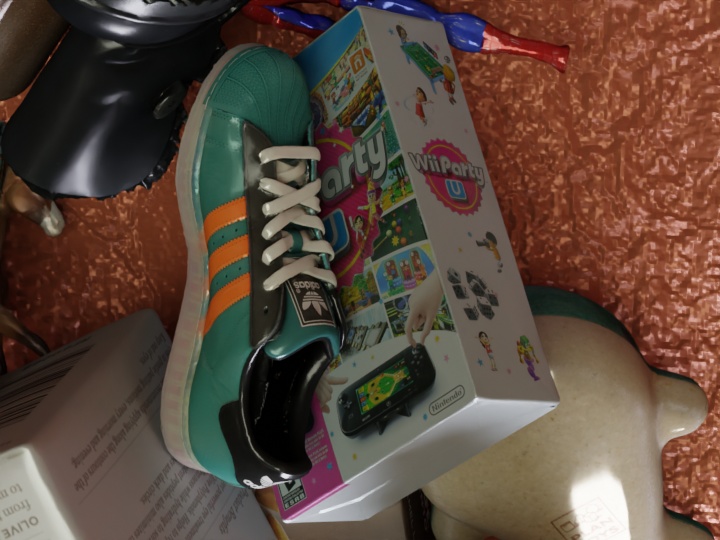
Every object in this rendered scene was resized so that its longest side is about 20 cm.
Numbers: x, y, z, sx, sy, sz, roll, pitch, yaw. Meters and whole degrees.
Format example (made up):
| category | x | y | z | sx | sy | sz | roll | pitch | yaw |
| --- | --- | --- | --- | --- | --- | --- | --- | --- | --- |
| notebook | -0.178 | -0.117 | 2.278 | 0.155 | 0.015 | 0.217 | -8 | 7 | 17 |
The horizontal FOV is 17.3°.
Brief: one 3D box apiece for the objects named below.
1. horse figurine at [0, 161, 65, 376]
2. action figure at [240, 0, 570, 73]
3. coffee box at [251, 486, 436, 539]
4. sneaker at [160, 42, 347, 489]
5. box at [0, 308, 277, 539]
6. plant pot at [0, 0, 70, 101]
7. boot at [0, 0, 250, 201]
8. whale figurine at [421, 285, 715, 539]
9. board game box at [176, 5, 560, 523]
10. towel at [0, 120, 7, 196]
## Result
| category | x | y | z | sx | sy | sz | roll | pitch | yaw |
| --- | --- | --- | --- | --- | --- | --- | --- | --- | --- |
| horse figurine | -0.230 | 0.037 | 1.251 | 0.199 | 0.050 | 0.133 | -25 | 89 | 21 |
| action figure | 0.008 | -0.141 | 1.166 | 0.198 | 0.052 | 0.066 | 11 | 104 | 5 |
| coffee box | -0.066 | 0.127 | 1.239 | 0.198 | 0.080 | 0.115 | -6 | 105 | 11 |
| sneaker | -0.038 | 0.000 | 1.073 | 0.080 | 0.071 | 0.202 | 13 | 101 | 44 |
| box | -0.164 | 0.155 | 1.117 | 0.199 | 0.199 | 0.172 | -25 | 100 | 18 |
| plant pot | -0.179 | -0.201 | 1.111 | 0.200 | 0.200 | 0.199 | 33 | 116 | -2 |
| boot | -0.113 | -0.095 | 1.075 | 0.076 | 0.200 | 0.168 | 41 | 118 | 7 |
| whale figurine | 0.104 | 0.090 | 1.207 | 0.158 | 0.104 | 0.200 | -31 | 124 | 16 |
| board game box | 0.000 | 0.000 | 1.126 | 0.147 | 0.064 | 0.201 | -35 | 62 | 39 |
| towel | -0.252 | 0.006 | 1.179 | 0.145 | 0.201 | 0.022 | -11 | 133 | 11 |
